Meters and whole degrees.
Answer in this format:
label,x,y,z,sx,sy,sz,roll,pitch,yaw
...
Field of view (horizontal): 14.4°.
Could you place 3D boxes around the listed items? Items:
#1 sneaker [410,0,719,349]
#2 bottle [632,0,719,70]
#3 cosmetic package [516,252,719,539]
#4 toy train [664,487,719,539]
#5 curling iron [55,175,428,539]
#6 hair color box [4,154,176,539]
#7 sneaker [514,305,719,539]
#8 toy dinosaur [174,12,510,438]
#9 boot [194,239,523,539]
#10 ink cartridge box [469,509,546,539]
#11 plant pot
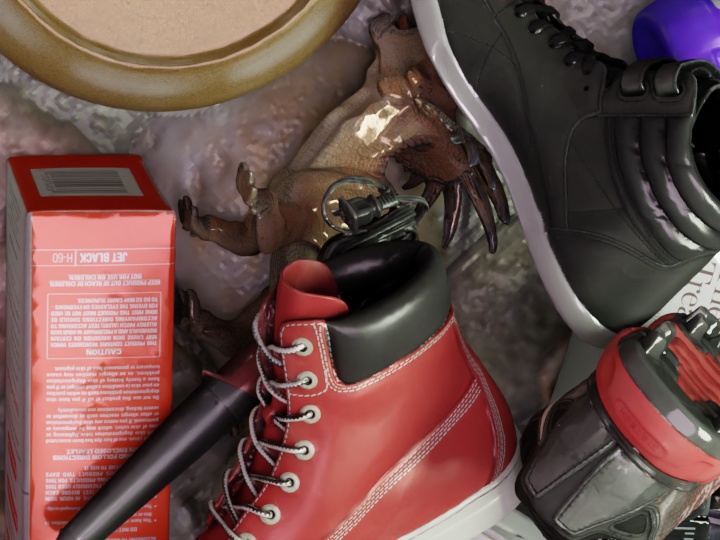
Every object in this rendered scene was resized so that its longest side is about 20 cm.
label,x,y,z,sx,sy,sz,roll,pitch,yaw
sneaker,0.093,-0.079,1.135,0.099,0.071,0.200,-32,77,32
bottle,0.216,-0.111,1.185,0.199,0.084,0.065,-20,98,-6
cosmetic package,0.156,0.084,1.242,0.150,0.052,0.201,13,101,-17
toy train,0.188,0.108,1.210,0.199,0.034,0.046,3,108,-13
curling iron,-0.051,0.038,1.100,0.200,0.026,0.050,-46,142,-1
hair color box,-0.112,0.061,1.157,0.061,0.102,0.201,0,106,-12
sneaker,0.112,0.067,1.115,0.098,0.200,0.071,-44,79,14
toy dinosaur,0.000,0.000,1.176,0.135,0.086,0.201,-6,113,-22
boot,-0.040,0.075,1.074,0.200,0.072,0.144,-35,131,-11
ink cartridge box,0.011,0.186,1.189,0.144,0.084,0.200,31,99,20
plant pot,-0.078,-0.160,1.144,0.199,0.027,0.201,-3,104,-11
